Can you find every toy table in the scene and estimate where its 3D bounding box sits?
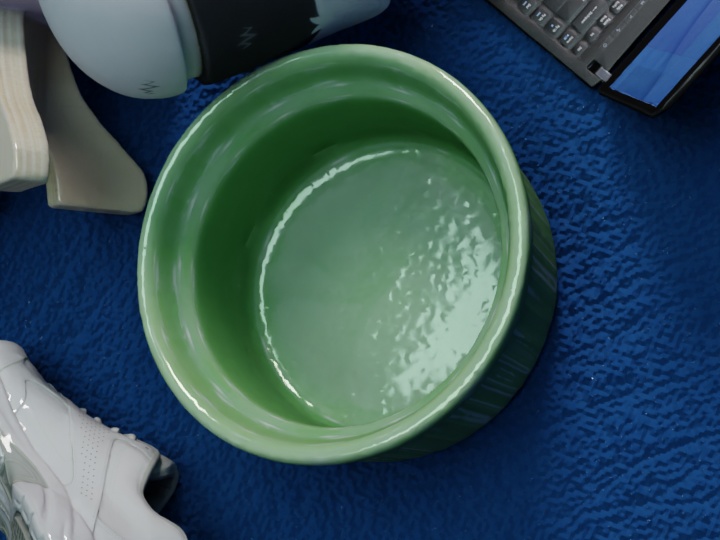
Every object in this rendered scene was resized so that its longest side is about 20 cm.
[{"bbox_3d":[-0.197,-0.095,0.878,0.199,0.184,0.118,3,86,-17],"label":"toy table"}]

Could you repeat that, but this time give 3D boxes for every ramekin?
[{"bbox_3d":[0.000,0.000,0.810,0.199,0.098,0.201,-6,76,22],"label":"ramekin"}]

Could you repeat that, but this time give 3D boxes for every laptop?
[{"bbox_3d":[0.140,-0.182,0.792,0.177,0.103,0.200,-48,65,5],"label":"laptop"}]

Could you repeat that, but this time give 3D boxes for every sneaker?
[{"bbox_3d":[-0.150,0.107,0.869,0.200,0.099,0.078,54,139,43],"label":"sneaker"}]

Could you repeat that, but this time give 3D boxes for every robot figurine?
[{"bbox_3d":[-0.061,-0.163,0.802,0.199,0.151,0.125,-24,30,-12],"label":"robot figurine"}]
